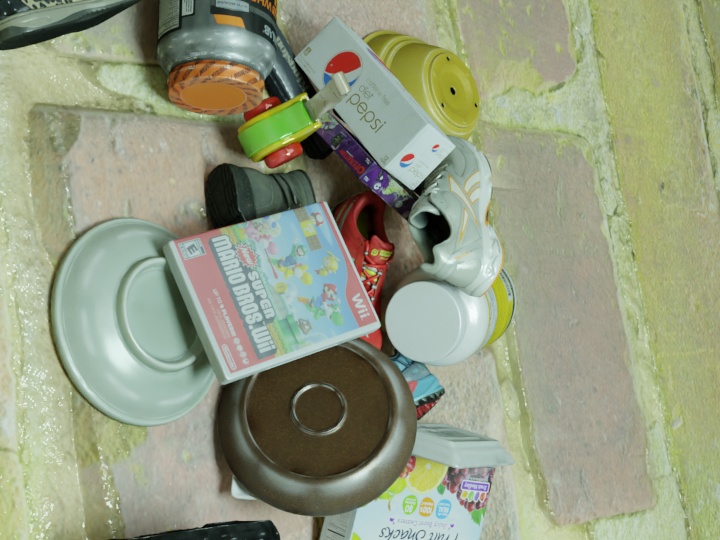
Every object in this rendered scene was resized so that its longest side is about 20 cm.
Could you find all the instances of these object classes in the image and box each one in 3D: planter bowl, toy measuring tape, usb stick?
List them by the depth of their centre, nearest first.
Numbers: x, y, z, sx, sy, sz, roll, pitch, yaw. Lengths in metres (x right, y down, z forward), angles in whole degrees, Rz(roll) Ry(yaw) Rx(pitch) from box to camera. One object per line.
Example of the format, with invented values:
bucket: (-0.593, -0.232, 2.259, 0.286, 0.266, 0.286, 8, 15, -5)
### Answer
toy measuring tape: (-0.076, -0.149, 1.409, 0.073, 0.200, 0.074, 5, 77, -23)
usb stick: (-0.084, -0.213, 1.532, 0.055, 0.032, 0.201, -46, 112, -43)
planter bowl: (0.083, -0.202, 1.664, 0.200, 0.083, 0.202, 19, 63, -42)

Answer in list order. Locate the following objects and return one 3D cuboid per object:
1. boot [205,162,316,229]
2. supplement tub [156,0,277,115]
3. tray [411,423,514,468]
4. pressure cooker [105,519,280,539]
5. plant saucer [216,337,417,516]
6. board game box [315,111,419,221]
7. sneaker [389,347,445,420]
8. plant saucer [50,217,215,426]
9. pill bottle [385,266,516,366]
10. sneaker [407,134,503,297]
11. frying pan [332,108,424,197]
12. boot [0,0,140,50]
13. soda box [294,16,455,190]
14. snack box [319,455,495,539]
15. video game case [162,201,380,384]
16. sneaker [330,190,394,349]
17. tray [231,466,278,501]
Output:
boot: (-0.084, -0.015, 1.444, 0.130, 0.067, 0.202, 5, 73, -44)
supplement tub: (-0.144, -0.267, 1.417, 0.122, 0.122, 0.202, 15, 68, -43)
tray: (0.089, 0.181, 1.478, 0.200, 0.107, 0.022, 15, 89, -66)
pressure cooker: (-0.142, 0.322, 1.203, 0.175, 0.178, 0.202, 3, 75, -49)
plant saucer: (-0.042, 0.141, 1.376, 0.198, 0.032, 0.202, 2, 60, -3)
board game box: (0.027, -0.097, 1.533, 0.200, 0.032, 0.120, 38, 13, -50)
sneaker: (-0.008, 0.135, 1.496, 0.199, 0.079, 0.096, -14, 61, -41)
plant saucer: (-0.196, 0.045, 1.323, 0.199, 0.050, 0.202, 16, 67, -44)
pill bottle: (0.097, 0.043, 1.545, 0.200, 0.112, 0.113, -16, 90, -69)
sneaker: (0.088, -0.071, 1.465, 0.091, 0.076, 0.201, 18, 44, -33)
frying pan: (0.056, -0.115, 1.562, 0.189, 0.031, 0.116, 10, 44, -31)
boot: (-0.289, -0.301, 1.311, 0.203, 0.073, 0.155, -32, 99, -48)
soda box: (0.013, -0.179, 1.489, 0.064, 0.068, 0.200, 31, 18, -53)
snack box: (0.049, 0.263, 1.487, 0.199, 0.053, 0.144, 14, 90, -44)
video game case: (-0.083, 0.017, 1.365, 0.199, 0.017, 0.144, -17, 79, -41)
sneaker: (0.000, 0.000, 1.497, 0.077, 0.085, 0.201, 20, 52, -35)
tray: (-0.065, 0.140, 1.406, 0.022, 0.106, 0.202, 89, 6, -60)
